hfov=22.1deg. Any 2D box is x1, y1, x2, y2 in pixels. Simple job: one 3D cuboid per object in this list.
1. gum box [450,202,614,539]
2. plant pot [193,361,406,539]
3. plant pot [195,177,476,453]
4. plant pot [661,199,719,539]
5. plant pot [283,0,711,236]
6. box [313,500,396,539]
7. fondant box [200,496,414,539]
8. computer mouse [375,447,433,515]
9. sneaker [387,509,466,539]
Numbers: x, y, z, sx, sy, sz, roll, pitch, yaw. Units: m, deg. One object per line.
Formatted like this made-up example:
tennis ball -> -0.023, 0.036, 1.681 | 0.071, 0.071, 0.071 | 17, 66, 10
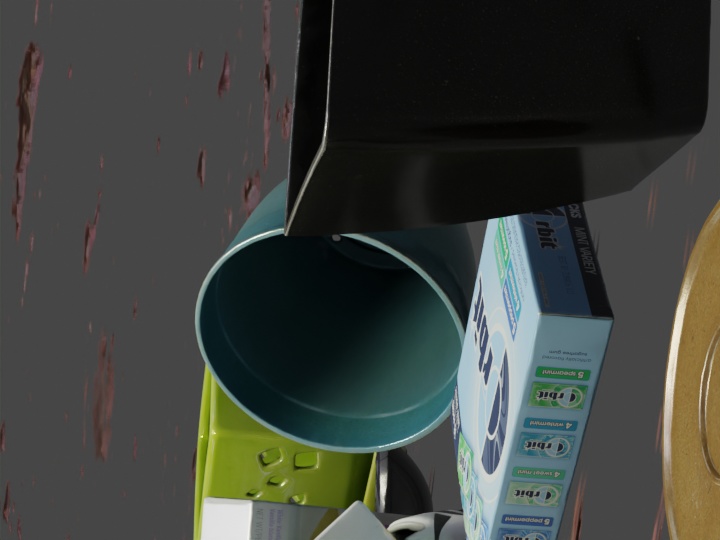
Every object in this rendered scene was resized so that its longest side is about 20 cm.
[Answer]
gum box -> 0.094, 0.057, 1.068 | 0.170, 0.044, 0.200 | -95, 11, -55
plant pot -> -0.058, 0.159, 1.716 | 0.200, 0.181, 0.199 | -92, 10, -51
plant pot -> 0.000, 0.000, 1.374 | 0.188, 0.200, 0.200 | -68, -9, -52
plant pot -> 0.147, 0.049, 0.688 | 0.200, 0.027, 0.200 | -176, 90, -84
plant pot -> 0.064, -0.125, 0.884 | 0.200, 0.177, 0.200 | 125, 148, -77
box -> 0.001, 0.257, 1.143 | 0.106, 0.152, 0.200 | -41, -13, -23
fondant box -> -0.026, 0.243, 1.328 | 0.058, 0.200, 0.145 | -5, 77, 45
computer mouse -> 0.034, 0.228, 1.500 | 0.140, 0.046, 0.200 | -105, 16, -84
sneaker -> 0.045, 0.189, 1.213 | 0.200, 0.088, 0.074 | 113, 160, -74
